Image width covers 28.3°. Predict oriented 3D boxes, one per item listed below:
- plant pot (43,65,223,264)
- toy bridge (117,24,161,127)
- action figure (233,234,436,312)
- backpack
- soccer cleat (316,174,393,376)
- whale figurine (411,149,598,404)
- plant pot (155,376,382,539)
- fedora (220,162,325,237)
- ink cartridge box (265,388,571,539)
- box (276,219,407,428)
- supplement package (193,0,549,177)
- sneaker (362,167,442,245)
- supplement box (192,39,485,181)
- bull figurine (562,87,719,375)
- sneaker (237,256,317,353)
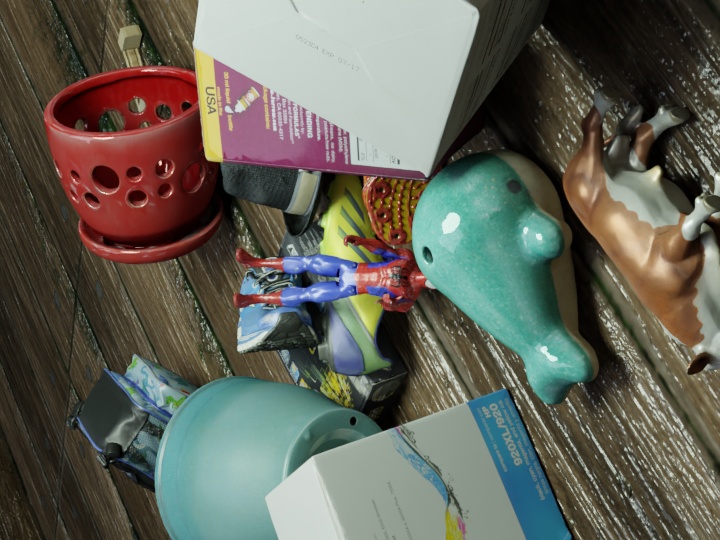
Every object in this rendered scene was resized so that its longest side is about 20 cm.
[{"bbox_3d":[-0.260,-0.121,1.674,0.200,0.198,0.185,41,142,49],"label":"plant pot"},{"bbox_3d":[-0.268,-0.219,1.830,0.202,0.027,0.067,65,154,20],"label":"toy bridge"},{"bbox_3d":[-0.023,0.004,1.273,0.099,0.197,0.066,39,-128,-74],"label":"action figure"},{"bbox_3d":[-0.257,0.217,1.891,0.200,0.148,0.183,41,173,-30],"label":"backpack"},{"bbox_3d":[0.000,0.000,1.373,0.065,0.082,0.203,54,-145,-81],"label":"soccer cleat"},{"bbox_3d":[0.108,0.008,1.097,0.202,0.103,0.159,68,153,14],"label":"whale figurine"},{"bbox_3d":[-0.070,0.200,1.387,0.187,0.198,0.203,-10,96,53],"label":"plant pot"},{"bbox_3d":[-0.089,-0.133,1.379,0.200,0.090,0.204,-177,90,-76],"label":"fedora"},{"bbox_3d":[0.045,0.215,1.229,0.146,0.198,0.147,67,153,14],"label":"ink cartridge box"},{"bbox_3d":[-0.033,0.075,1.487,0.201,0.049,0.162,60,148,26],"label":"box"},{"bbox_3d":[0.024,-0.212,0.958,0.190,0.201,0.148,29,140,10],"label":"supplement package"},{"bbox_3d":[0.031,-0.122,1.247,0.077,0.072,0.203,-108,14,-71],"label":"sneaker"},{"bbox_3d":[-0.014,-0.146,1.127,0.197,0.131,0.105,7,115,23],"label":"supplement box"},{"bbox_3d":[0.201,-0.027,0.934,0.200,0.064,0.122,52,142,36],"label":"bull figurine"},{"bbox_3d":[-0.091,0.033,1.415,0.200,0.077,0.091,-165,71,-76],"label":"sneaker"}]
